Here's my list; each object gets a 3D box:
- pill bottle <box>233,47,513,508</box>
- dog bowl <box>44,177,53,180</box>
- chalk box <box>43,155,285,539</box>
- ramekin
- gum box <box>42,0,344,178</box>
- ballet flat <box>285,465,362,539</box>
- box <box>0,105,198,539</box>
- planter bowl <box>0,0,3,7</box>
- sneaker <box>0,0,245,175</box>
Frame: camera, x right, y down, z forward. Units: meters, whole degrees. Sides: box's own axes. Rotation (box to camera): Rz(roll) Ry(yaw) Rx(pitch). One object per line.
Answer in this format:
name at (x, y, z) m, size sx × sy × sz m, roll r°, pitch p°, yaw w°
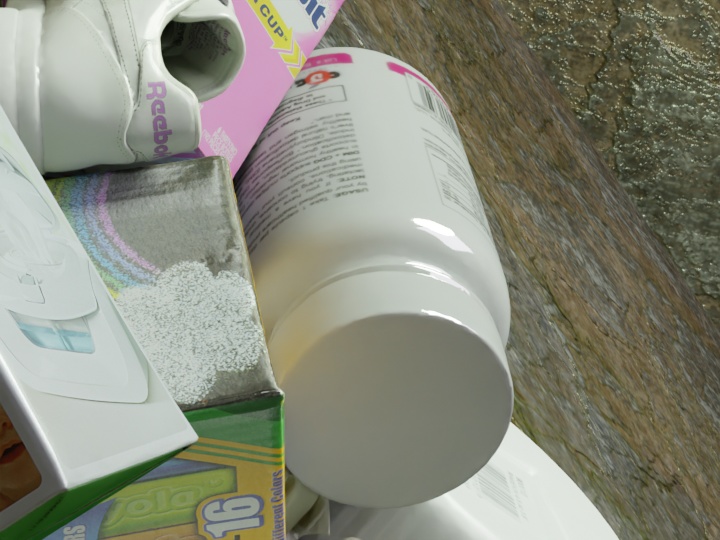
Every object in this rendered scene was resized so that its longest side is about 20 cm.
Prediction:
pill bottle at (0.000, 0.000, 0.904) m, size 0.113 × 0.113 × 0.200 m, roll 48°, pitch 16°, yaw -30°
dog bowl at (-0.085, -0.014, 1.044) m, size 0.200 × 0.074 × 0.200 m, roll 11°, pitch 90°, yaw -68°
chalk box at (-0.134, 0.055, 0.776) m, size 0.124 × 0.200 × 0.125 m, roll 90°, pitch -12°, yaw -47°
ramekin at (0.032, 0.125, 0.983) m, size 0.200 × 0.098 × 0.200 m, roll 37°, pitch 13°, yaw -10°
gum box at (-0.121, -0.103, 0.962) m, size 0.114 × 0.200 × 0.066 m, roll -60°, pitch 136°, yaw -28°
ballet flat at (-0.030, 0.120, 0.859) m, size 0.200 × 0.068 × 0.068 m, roll 47°, pitch 6°, yaw 28°
box at (-0.180, 0.027, 0.604) m, size 0.177 × 0.200 × 0.097 m, roll 60°, pitch 16°, yaw 5°
planter bowl at (-0.227, -0.113, 0.860) m, size 0.200 × 0.135 × 0.200 m, roll 51°, pitch 17°, yaw -22°
sneaker at (-0.092, -0.095, 0.837) m, size 0.200 × 0.099 × 0.075 m, roll -90°, pitch 180°, yaw -54°
